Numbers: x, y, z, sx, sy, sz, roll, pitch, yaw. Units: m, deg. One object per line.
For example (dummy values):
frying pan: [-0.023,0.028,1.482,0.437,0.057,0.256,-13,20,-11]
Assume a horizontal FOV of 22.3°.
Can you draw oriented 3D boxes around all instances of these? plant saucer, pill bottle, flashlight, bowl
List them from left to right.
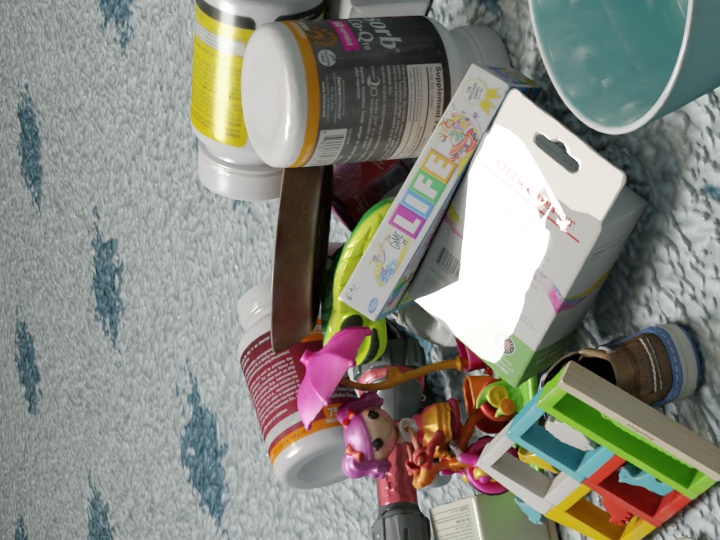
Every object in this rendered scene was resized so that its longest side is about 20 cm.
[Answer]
pill bottle: [-0.094,-0.171,1.633,0.114,0.114,0.201,-127,36,-50]
pill bottle: [-0.059,0.110,1.855,0.113,0.113,0.201,115,141,-54]
plant saucer: [-0.048,-0.028,1.556,0.200,0.034,0.201,6,-90,-88]
pill bottle: [0.013,-0.146,1.469,0.116,0.199,0.117,174,90,-66]
flashlight: [0.031,0.159,1.594,0.068,0.068,0.201,-24,58,36]
bowl: [0.194,-0.189,1.138,0.201,0.105,0.202,173,90,-69]

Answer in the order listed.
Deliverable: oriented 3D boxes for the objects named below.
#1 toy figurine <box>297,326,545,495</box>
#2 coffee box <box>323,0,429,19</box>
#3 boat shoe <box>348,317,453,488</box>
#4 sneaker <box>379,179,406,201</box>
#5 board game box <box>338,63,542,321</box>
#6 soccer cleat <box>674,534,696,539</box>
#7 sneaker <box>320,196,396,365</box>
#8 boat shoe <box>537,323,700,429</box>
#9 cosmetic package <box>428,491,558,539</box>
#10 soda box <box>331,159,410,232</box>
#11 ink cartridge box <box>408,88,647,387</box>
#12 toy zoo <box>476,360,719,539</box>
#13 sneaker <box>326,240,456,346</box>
toy figurine: [0.042,0.111,1.458,0.150,0.183,0.201,104,159,-76]
coffee box: [-0.017,-0.279,1.665,0.114,0.079,0.200,114,142,-53]
boat shoe: [0.034,0.118,1.690,0.200,0.068,0.057,-119,30,-47]
sneaker: [0.088,-0.026,1.534,0.082,0.077,0.200,62,168,-24]
board game box: [0.063,-0.061,1.385,0.200,0.034,0.134,-60,-10,12]
soccer cleat: [0.210,0.249,1.306,0.085,0.068,0.200,65,157,17]
sneaker: [0.000,0.000,1.536,0.200,0.074,0.084,113,150,-49]
boat shoe: [0.169,0.086,1.334,0.200,0.072,0.072,129,129,-62]
cosmetic package: [0.123,0.284,1.513,0.104,0.073,0.201,148,112,-67]
soda box: [-0.014,-0.093,1.708,0.064,0.070,0.200,59,172,-31]
ink cartridge box: [0.127,-0.030,1.330,0.117,0.067,0.200,41,128,21]
toy zoo: [0.165,0.142,1.315,0.020,0.131,0.200,-60,1,-31]
sneaker: [0.010,0.023,1.655,0.200,0.115,0.074,-143,51,-59]
